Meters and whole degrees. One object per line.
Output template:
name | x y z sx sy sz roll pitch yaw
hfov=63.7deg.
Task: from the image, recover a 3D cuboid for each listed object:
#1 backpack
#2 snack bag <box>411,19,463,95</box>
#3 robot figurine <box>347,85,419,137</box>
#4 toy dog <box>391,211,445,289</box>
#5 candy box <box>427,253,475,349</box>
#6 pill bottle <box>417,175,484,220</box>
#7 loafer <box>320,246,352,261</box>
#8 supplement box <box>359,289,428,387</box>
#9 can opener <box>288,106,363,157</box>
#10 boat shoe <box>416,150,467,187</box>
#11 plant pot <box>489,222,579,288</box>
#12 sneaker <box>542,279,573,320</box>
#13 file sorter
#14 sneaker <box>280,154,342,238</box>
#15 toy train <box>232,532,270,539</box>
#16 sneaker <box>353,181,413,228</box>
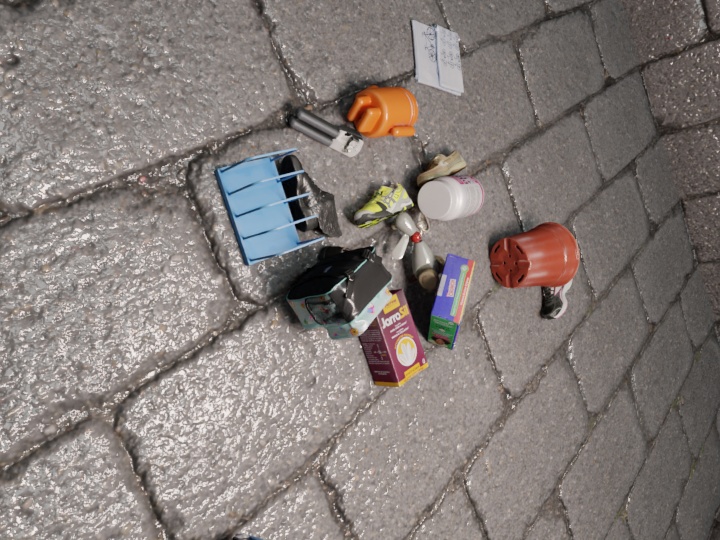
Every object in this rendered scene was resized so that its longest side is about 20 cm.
backpack | -0.047 0.049 1.197 0.176 0.200 0.154 -50 122 -39
snack bag | 0.219 -0.607 1.642 0.200 0.021 0.189 0 84 -42
robot figurine | 0.060 -0.387 1.406 0.200 0.144 0.117 -20 117 -43
toy dog | 0.130 -0.042 1.445 0.132 0.096 0.201 -12 79 -57
candy box | 0.224 0.081 1.439 0.200 0.077 0.170 78 29 -64
pill bottle | 0.236 -0.189 1.508 0.200 0.113 0.114 -17 95 -56
loafer | 0.000 0.000 1.327 0.200 0.071 0.073 22 69 -37
supplement box | 0.068 0.157 1.355 0.110 0.086 0.201 -26 101 -40
can opener | -0.077 -0.317 1.328 0.200 0.053 0.067 16 39 -41
boat shoe | 0.211 -0.277 1.560 0.200 0.072 0.065 -29 91 -40
plant pot | 0.501 -0.034 1.711 0.195 0.201 0.202 -10 90 -33
sneaker | 0.619 0.071 1.878 0.086 0.080 0.200 41 51 -16
file sorter | -0.173 -0.131 1.158 0.139 0.122 0.201 -24 99 -42
sneaker | -0.104 -0.159 1.269 0.104 0.060 0.201 -22 104 -40
toy train | -0.207 0.584 1.056 0.114 0.086 0.201 20 69 -48
sneaker | 0.045 -0.158 1.399 0.200 0.075 0.077 -27 90 -49
